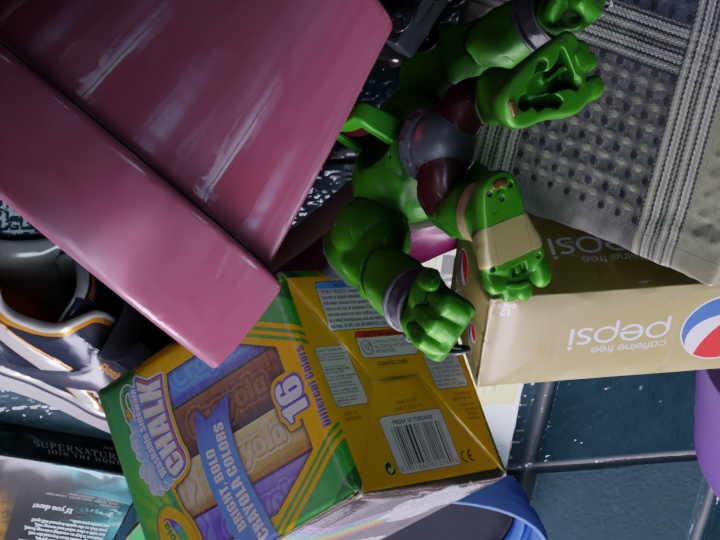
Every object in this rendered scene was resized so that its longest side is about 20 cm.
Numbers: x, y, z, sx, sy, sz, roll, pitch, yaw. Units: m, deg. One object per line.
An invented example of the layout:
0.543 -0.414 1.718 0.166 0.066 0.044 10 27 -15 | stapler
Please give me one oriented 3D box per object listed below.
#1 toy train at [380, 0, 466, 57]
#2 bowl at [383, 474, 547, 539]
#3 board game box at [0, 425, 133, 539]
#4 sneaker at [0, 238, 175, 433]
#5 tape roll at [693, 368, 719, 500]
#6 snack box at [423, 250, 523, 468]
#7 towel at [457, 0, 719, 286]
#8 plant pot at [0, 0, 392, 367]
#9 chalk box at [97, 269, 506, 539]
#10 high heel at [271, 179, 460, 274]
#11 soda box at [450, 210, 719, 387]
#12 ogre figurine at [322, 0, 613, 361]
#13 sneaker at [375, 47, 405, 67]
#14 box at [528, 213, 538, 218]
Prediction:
0.063 -0.194 1.259 0.201 0.046 0.034 -57 138 -5 | toy train
0.015 0.175 1.575 0.199 0.040 0.201 -7 147 -5 | bowl
-0.242 0.145 1.513 0.199 0.028 0.136 12 125 -26 | board game box
-0.139 0.037 1.417 0.199 0.079 0.080 18 129 -26 | sneaker
0.294 0.070 1.489 0.199 0.201 0.085 -11 132 -6 | tape roll
0.040 0.045 1.502 0.115 0.037 0.201 -2 130 -13 | snack box
0.130 -0.112 1.281 0.034 0.192 0.201 -10 120 -54 | towel
-0.088 -0.085 1.186 0.179 0.200 0.200 -50 128 -3 | plant pot
-0.047 0.094 1.362 0.200 0.125 0.124 -31 162 38 | chalk box
0.000 0.000 1.401 0.199 0.068 0.097 -6 126 26 | high heel
0.150 0.009 1.341 0.198 0.068 0.064 -5 133 -12 | soda box
0.045 -0.058 1.261 0.098 0.120 0.202 8 90 -38 | ogre figurine
-0.018 -0.168 1.274 0.070 0.083 0.200 -25 134 5 | sneaker
0.184 -0.110 1.366 0.148 0.107 0.200 17 124 -28 | box
